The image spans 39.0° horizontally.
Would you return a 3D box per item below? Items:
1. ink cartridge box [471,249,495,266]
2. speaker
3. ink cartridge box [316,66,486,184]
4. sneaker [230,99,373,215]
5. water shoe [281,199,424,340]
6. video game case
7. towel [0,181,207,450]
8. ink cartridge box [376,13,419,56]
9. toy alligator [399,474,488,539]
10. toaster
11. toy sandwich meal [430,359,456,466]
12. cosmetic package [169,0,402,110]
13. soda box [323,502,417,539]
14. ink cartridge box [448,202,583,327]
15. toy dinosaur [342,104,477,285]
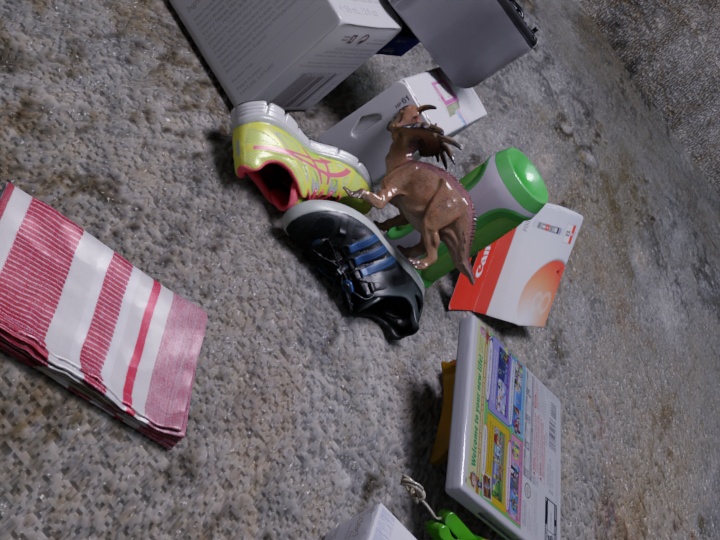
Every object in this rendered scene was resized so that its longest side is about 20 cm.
[{"bbox_3d":[0.173,-0.044,1.384,0.199,0.059,0.104,7,54,-54],"label":"ink cartridge box"},{"bbox_3d":[0.112,-0.054,1.155,0.088,0.199,0.089,36,34,-30],"label":"speaker"},{"bbox_3d":[0.052,-0.175,1.248,0.085,0.144,0.200,58,28,-1],"label":"ink cartridge box"},{"bbox_3d":[-0.065,-0.093,1.076,0.199,0.078,0.091,28,53,-37],"label":"sneaker"},{"bbox_3d":[0.000,0.000,1.065,0.199,0.071,0.079,34,37,-32],"label":"water shoe"},{"bbox_3d":[0.151,0.174,1.036,0.182,0.022,0.201,43,41,-34],"label":"video game case"},{"bbox_3d":[-0.203,0.031,0.775,0.200,0.023,0.145,38,32,-28],"label":"towel"},{"bbox_3d":[0.001,-0.376,1.314,0.094,0.044,0.201,-12,75,-58],"label":"ink cartridge box"},{"bbox_3d":[0.093,0.268,0.950,0.200,0.059,0.054,43,71,-22],"label":"toy alligator"},{"bbox_3d":[0.103,-0.338,1.222,0.200,0.118,0.181,45,15,-32],"label":"toaster"},{"bbox_3d":[0.137,0.176,1.101,0.205,0.070,0.207,33,46,-42],"label":"toy sandwich meal"},{"bbox_3d":[-0.092,-0.307,1.146,0.201,0.165,0.165,58,27,5],"label":"cosmetic package"},{"bbox_3d":[0.051,0.291,0.841,0.200,0.068,0.064,48,29,-12],"label":"soda box"},{"bbox_3d":[0.203,-0.013,1.301,0.050,0.163,0.199,24,10,32],"label":"ink cartridge box"},{"bbox_3d":[0.076,-0.083,1.082,0.200,0.135,0.086,48,3,9],"label":"toy dinosaur"}]
